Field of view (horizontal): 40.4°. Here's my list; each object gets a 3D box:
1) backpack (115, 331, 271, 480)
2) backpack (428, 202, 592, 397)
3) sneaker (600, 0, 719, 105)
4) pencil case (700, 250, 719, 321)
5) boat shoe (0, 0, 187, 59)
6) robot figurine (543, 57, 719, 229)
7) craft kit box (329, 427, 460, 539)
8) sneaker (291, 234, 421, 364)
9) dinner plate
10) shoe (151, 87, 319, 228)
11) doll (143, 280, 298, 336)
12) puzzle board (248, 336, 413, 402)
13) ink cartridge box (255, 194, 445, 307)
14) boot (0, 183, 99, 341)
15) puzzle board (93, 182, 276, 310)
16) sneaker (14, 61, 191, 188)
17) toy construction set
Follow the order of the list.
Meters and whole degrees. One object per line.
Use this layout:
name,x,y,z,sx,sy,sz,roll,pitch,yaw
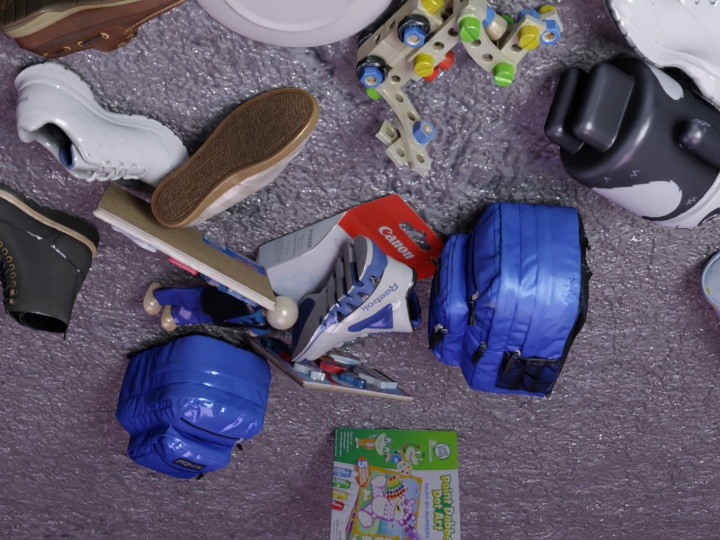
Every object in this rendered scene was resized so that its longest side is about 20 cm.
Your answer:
backpack,-0.212,0.180,1.302,0.161,0.170,0.199,21,147,-35
backpack,0.163,0.029,1.071,0.165,0.165,0.201,4,146,-5
sneaker,0.282,-0.212,0.831,0.198,0.075,0.087,17,129,-30
pencil case,0.469,0.056,1.172,0.082,0.092,0.200,-17,139,25
boat shoe,-0.216,-0.228,0.835,0.197,0.073,0.068,-8,149,24
robot figurine,0.266,-0.116,0.912,0.198,0.151,0.125,23,123,-27
craft kit box,0.052,0.339,1.484,0.194,0.202,0.049,3,143,-2
sneaker,0.004,0.051,1.121,0.114,0.081,0.200,20,136,-23
dinner plate,-0.060,-0.259,0.821,0.197,0.025,0.201,0,143,0
shoe,-0.121,-0.110,0.973,0.199,0.070,0.053,-34,164,11
doll,-0.161,0.047,1.189,0.197,0.049,0.137,0,147,28
puzzle board,-0.041,0.120,1.229,0.149,0.018,0.200,11,-173,-27
ink cartridge box,0.000,0.000,1.150,0.198,0.048,0.160,-19,139,29
boot,-0.395,-0.014,1.071,0.197,0.140,0.078,17,142,-18
puzzle board,-0.182,-0.025,1.022,0.198,0.151,0.018,30,97,-15
sneaker,-0.254,-0.119,0.966,0.198,0.088,0.074,26,136,-32
toy construction set,0.072,-0.182,0.872,0.130,0.093,0.200,24,128,-28
